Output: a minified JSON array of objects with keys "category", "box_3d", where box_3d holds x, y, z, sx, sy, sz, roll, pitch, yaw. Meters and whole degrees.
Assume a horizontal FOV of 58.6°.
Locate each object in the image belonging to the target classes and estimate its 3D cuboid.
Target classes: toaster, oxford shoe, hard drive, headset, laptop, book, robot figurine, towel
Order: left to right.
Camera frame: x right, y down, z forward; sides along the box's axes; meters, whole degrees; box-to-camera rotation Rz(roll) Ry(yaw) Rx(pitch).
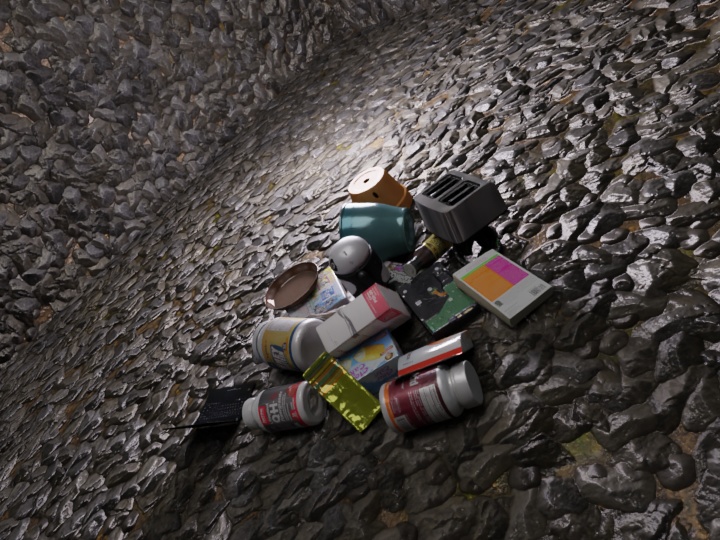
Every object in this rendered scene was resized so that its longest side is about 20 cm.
[{"category":"laptop","box_3d":[-0.418,0.377,1.782,0.177,0.103,0.200,-14,38,30]},{"category":"oxford shoe","box_3d":[-0.065,0.139,1.794,0.200,0.073,0.084,0,43,27]},{"category":"towel","box_3d":[-0.043,0.284,1.512,0.200,0.018,0.086,40,90,22]},{"category":"robot figurine","box_3d":[-0.002,0.000,1.717,0.150,0.200,0.125,-4,47,40]},{"category":"hard drive","box_3d":[0.195,0.075,1.621,0.140,0.038,0.200,-34,41,-4]},{"category":"toaster","box_3d":[0.255,-0.167,1.703,0.200,0.119,0.181,-36,30,-11]},{"category":"headset","box_3d":[0.309,-0.075,1.734,0.123,0.094,0.200,-26,48,8]},{"category":"book","box_3d":[0.336,0.034,1.526,0.134,0.048,0.200,-35,43,-13]}]

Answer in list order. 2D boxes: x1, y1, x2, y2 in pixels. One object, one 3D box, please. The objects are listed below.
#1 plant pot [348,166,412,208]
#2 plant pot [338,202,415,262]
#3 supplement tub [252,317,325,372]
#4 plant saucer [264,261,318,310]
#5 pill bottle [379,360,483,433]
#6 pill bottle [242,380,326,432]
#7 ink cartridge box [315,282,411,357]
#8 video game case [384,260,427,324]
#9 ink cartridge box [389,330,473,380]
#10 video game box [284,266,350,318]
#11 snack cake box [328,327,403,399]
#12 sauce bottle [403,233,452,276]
[{"category":"plant pot","box_3d":[0.051,-0.244,2.112,0.200,0.140,0.200,-25,34,18]},{"category":"plant pot","box_3d":[0.058,-0.110,1.900,0.188,0.200,0.200,-4,41,17]},{"category":"supplement tub","box_3d":[-0.186,0.201,1.752,0.200,0.145,0.145,-2,45,43]},{"category":"plant saucer","box_3d":[-0.207,0.055,1.986,0.200,0.035,0.200,-26,31,17]},{"category":"pill bottle","box_3d":[0.151,0.268,1.372,0.200,0.114,0.114,-23,34,20]},{"category":"pill bottle","box_3d":[-0.194,0.344,1.604,0.200,0.111,0.111,-17,36,28]},{"category":"ink cartridge box","box_3d":[0.008,0.132,1.619,0.200,0.146,0.083,-37,66,14]},{"category":"video game case","box_3d":[0.093,0.057,1.777,0.200,0.036,0.181,10,55,49]},{"category":"ink cartridge box","box_3d":[0.154,0.187,1.429,0.162,0.200,0.050,-24,78,19]},{"category":"video game box","box_3d":[-0.131,0.094,1.932,0.182,0.047,0.200,-36,31,5]},{"category":"snack cake box","box_3d":[0.011,0.246,1.579,0.200,0.067,0.115,-33,31,5]},{"category":"sauce bottle","box_3d":[0.187,-0.047,1.749,0.066,0.066,0.200,-3,28,41]}]
